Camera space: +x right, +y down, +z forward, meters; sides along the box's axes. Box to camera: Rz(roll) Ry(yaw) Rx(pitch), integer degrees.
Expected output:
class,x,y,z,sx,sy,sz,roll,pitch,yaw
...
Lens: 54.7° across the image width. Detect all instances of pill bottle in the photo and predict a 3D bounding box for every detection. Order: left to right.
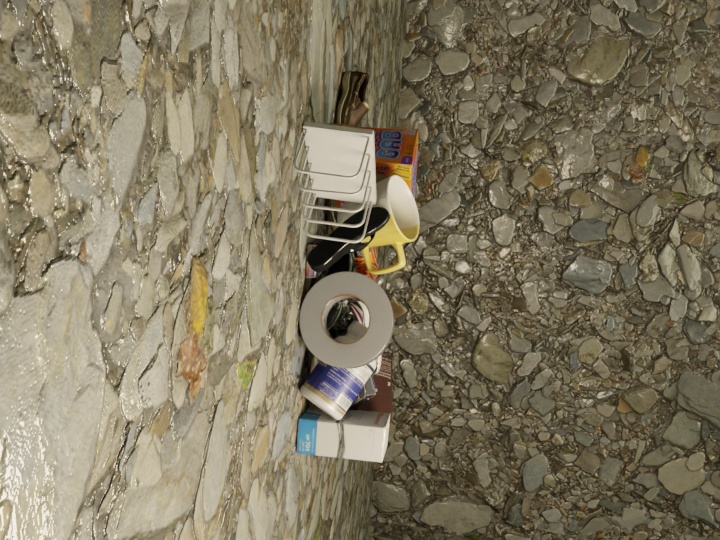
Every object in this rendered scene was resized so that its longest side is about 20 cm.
class,x,y,z,sx,sy,sz,roll,pitch,yaw
pill bottle,-0.035,0.220,1.555,0.201,0.115,0.116,-54,165,-14

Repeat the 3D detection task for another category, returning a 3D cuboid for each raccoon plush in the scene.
class,x,y,z,sx,sy,sz,roll,pitch,yaw
raccoon plush,-0.082,0.108,1.675,0.200,0.096,0.135,-46,-137,49

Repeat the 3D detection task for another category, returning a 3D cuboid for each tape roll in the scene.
class,x,y,z,sx,sy,sz,roll,pitch,yaw
tape roll,-0.028,0.106,1.480,0.066,0.198,0.203,60,36,-80

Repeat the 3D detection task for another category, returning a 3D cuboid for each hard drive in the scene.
class,x,y,z,sx,sy,sz,roll,pitch,yaw
hard drive,-0.032,0.265,1.698,0.200,0.037,0.141,-43,-122,53

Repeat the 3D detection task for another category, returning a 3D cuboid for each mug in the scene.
class,x,y,z,sx,sy,sz,roll,pitch,yaw
mug,0.030,-0.104,1.546,0.150,0.152,0.188,48,37,-41

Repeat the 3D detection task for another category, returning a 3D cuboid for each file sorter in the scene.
class,x,y,z,sx,sy,sz,roll,pitch,yaw
file sorter,-0.049,-0.168,1.369,0.201,0.137,0.126,86,15,-54

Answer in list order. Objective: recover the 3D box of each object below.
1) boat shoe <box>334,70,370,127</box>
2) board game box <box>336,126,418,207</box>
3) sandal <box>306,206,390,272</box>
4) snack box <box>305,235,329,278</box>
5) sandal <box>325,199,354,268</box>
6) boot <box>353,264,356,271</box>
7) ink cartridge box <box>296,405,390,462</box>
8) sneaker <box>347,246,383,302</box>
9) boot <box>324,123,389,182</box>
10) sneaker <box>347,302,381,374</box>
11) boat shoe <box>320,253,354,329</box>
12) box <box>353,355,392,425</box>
class,x,y,z,sx,sy,sz,roll,pitch,yaw
boat shoe,-0.014,-0.395,1.692,0.075,0.074,0.205,42,51,-68
board game box,0.038,-0.229,1.771,0.201,0.197,0.202,-76,169,-54
sandal,-0.023,-0.064,1.462,0.076,0.199,0.048,54,-1,43
snack box,-0.091,-0.034,1.574,0.200,0.024,0.073,-48,144,-79
sandal,-0.039,-0.097,1.683,0.080,0.053,0.202,-51,125,-80
boot,-0.037,0.014,1.814,0.211,0.078,0.160,56,31,-63
ink cartridge box,-0.037,0.374,1.611,0.146,0.197,0.087,-4,100,-83
sneaker,0.000,0.000,1.628,0.200,0.077,0.113,-64,141,-73
boot,-0.004,-0.237,1.546,0.201,0.173,0.067,90,1,-61
sneaker,-0.014,0.170,1.738,0.086,0.080,0.202,-15,88,-50
boat shoe,-0.062,0.042,1.560,0.062,0.074,0.202,56,58,-88
box,0.024,0.311,1.790,0.075,0.099,0.202,128,-26,-45
